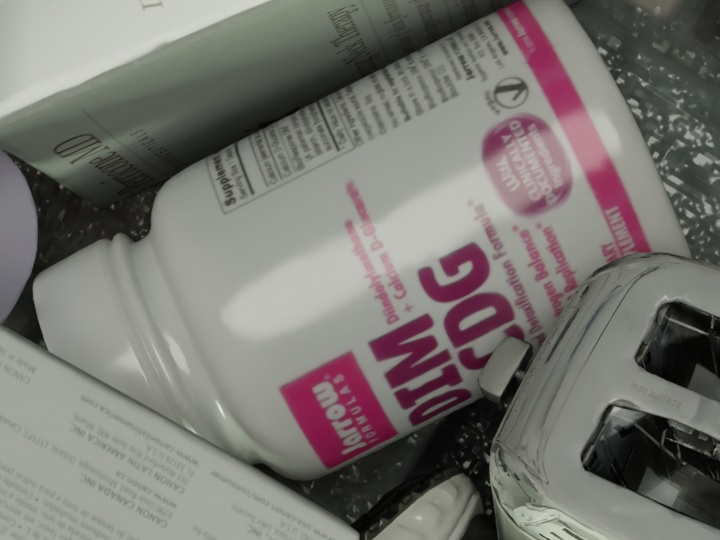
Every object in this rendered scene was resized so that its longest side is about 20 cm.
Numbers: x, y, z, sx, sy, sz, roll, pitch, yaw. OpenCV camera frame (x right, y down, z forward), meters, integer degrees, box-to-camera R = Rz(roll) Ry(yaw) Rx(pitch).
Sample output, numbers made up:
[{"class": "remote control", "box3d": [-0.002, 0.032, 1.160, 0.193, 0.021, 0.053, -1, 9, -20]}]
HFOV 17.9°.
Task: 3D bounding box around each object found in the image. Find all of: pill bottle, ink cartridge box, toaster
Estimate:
[{"class": "pill bottle", "box3d": [0.000, 0.000, 0.765, 0.199, 0.113, 0.114, -27, 81, 3]}, {"class": "ink cartridge box", "box3d": [-0.114, 0.126, 0.669, 0.162, 0.057, 0.201, 31, 76, -12]}, {"class": "toaster", "box3d": [0.129, 0.079, 0.693, 0.199, 0.129, 0.114, 24, 71, 24]}]

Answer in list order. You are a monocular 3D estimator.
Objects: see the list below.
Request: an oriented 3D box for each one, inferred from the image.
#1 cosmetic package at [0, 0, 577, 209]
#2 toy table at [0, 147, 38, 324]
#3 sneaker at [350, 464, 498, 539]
[{"class": "cosmetic package", "box3d": [-0.044, -0.143, 0.759, 0.199, 0.167, 0.167, -23, 82, 3]}, {"class": "toy table", "box3d": [-0.208, -0.023, 0.701, 0.117, 0.200, 0.185, 35, 103, 33]}, {"class": "sneaker", "box3d": [-0.018, 0.153, 0.755, 0.200, 0.074, 0.079, -41, 91, -16]}]
